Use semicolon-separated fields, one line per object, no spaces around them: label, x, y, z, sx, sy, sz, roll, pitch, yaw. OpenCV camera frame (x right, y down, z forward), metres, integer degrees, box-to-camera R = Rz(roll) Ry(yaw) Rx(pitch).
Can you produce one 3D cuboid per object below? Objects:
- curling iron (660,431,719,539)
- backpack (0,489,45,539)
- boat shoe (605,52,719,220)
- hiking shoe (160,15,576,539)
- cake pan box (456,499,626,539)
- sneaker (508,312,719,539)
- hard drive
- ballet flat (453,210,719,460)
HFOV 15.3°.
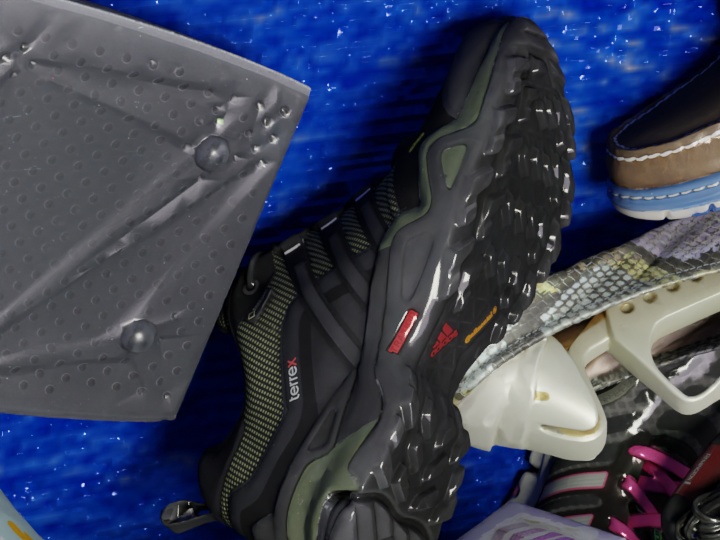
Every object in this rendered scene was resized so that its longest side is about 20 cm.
curling iron;0.169;0.043;0.983;0.200;0.049;0.026;-50;162;-38
backpack;-0.184;0.114;0.752;0.199;0.176;0.154;-37;89;5
boat shoe;0.163;-0.090;0.933;0.199;0.072;0.073;-31;111;-7
hiking shoe;0.000;0.000;0.873;0.201;0.100;0.076;-67;148;-19
cake pan box;0.016;0.191;0.839;0.184;0.052;0.201;-32;130;-50
sneaker;0.093;0.107;0.985;0.074;0.087;0.201;31;96;-39
hard drive;-0.124;-0.028;0.806;0.199;0.042;0.136;11;111;-34
ballet flat;0.084;0.026;0.928;0.199;0.072;0.072;-22;126;-10
